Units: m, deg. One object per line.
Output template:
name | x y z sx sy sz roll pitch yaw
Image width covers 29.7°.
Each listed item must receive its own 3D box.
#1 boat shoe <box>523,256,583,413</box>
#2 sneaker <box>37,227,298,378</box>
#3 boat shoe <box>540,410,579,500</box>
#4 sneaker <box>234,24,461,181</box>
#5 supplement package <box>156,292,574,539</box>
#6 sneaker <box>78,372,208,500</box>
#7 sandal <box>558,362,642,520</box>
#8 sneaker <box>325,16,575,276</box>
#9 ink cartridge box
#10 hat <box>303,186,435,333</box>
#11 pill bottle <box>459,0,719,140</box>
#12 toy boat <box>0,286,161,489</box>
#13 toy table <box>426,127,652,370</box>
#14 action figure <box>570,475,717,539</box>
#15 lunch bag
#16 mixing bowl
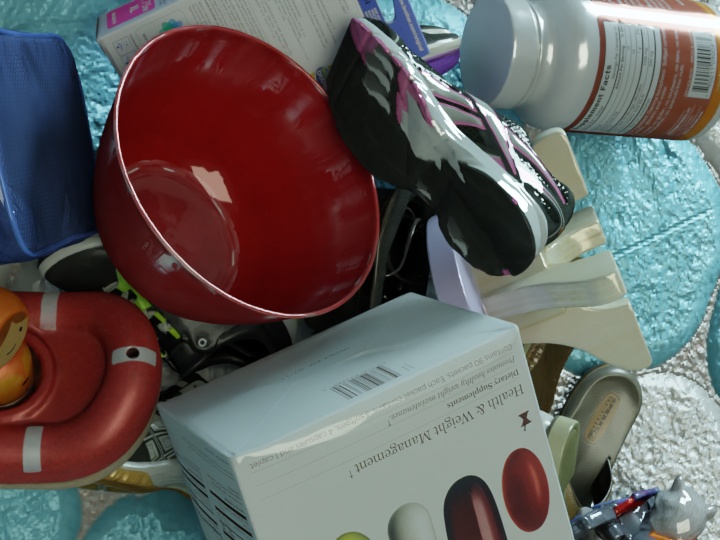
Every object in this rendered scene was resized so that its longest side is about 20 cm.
boat shoe | 0.120 0.076 1.075 0.073 0.062 0.201 39 78 -48
sneaker | -0.125 0.029 0.932 0.198 0.072 0.084 15 58 -24
boat shoe | 0.118 0.192 1.041 0.075 0.068 0.202 -38 139 -58
sneaker | -0.007 -0.112 1.004 0.199 0.081 0.084 -36 121 -9
supplement package | 0.010 0.149 0.829 0.190 0.147 0.202 -23 106 -20
sneaker | -0.141 0.114 0.954 0.198 0.075 0.089 13 74 -29
sandal | 0.179 0.172 1.101 0.081 0.055 0.201 33 85 -22
sneaker | 0.060 -0.084 0.889 0.086 0.080 0.201 -25 72 -45
ink cartridge box | -0.064 -0.158 0.919 0.198 0.042 0.120 -23 127 7
hat | 0.000 0.000 0.981 0.080 0.201 0.203 9 89 11
pill bottle | 0.183 -0.163 1.057 0.198 0.112 0.114 2 92 -24
toy boat | -0.223 0.056 0.838 0.198 0.131 0.132 1 58 -6
toy table | 0.123 0.006 0.964 0.116 0.201 0.185 -21 115 11
action figure | 0.212 0.240 1.060 0.199 0.105 0.194 -6 134 -54
lunch bag | -0.250 -0.066 0.811 0.131 0.200 0.137 -9 95 8
mixing bowl | -0.096 -0.044 0.874 0.199 0.108 0.202 21 54 -33
